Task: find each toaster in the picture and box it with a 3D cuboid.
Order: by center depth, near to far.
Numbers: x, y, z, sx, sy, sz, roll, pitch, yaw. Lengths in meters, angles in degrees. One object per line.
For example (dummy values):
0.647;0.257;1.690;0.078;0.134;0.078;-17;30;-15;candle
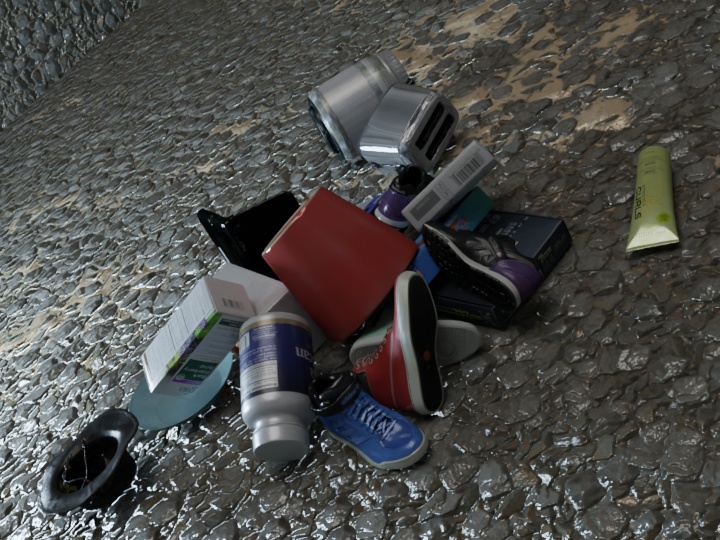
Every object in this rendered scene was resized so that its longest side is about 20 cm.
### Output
0.097;-0.269;2.032;0.129;0.114;0.201;18;72;45;toaster

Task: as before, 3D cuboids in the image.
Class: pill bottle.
-0.121;0.172;1.587;0.111;0.111;0.201;-18;57;20;pill bottle

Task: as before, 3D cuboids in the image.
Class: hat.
-0.408;0.319;1.694;0.200;0.081;0.201;-29;30;19;hat

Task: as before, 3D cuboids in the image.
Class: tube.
0.438;-0.105;1.608;0.058;0.052;0.201;123;168;-47;tube

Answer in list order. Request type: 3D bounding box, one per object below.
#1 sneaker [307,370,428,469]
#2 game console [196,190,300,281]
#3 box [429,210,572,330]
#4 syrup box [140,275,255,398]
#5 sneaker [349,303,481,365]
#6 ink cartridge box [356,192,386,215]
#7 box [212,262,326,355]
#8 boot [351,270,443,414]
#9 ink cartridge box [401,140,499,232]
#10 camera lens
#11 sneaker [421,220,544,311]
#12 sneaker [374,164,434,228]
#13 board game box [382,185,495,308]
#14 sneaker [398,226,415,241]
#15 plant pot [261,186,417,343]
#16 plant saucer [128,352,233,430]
0.001;0.199;1.487;0.077;0.111;0.200;-44;35;-21;sneaker
-0.162;-0.045;1.873;0.116;0.201;0.176;-42;33;-19;game console
0.207;-0.006;1.655;0.157;0.051;0.200;13;53;47;box
-0.256;0.108;1.690;0.200;0.078;0.082;-49;46;27;syrup box
0.088;0.085;1.611;0.199;0.074;0.118;-9;28;21;sneaker
-0.038;-0.065;1.898;0.200;0.042;0.119;-23;21;46;ink cartridge box
-0.171;0.079;1.781;0.097;0.125;0.200;-45;34;-21;box
0.038;0.102;1.531;0.144;0.201;0.072;-1;6;41;boot
0.155;-0.127;1.725;0.160;0.047;0.200;-45;-12;11;ink cartridge box
0.005;-0.330;2.165;0.199;0.160;0.160;-32;32;-2;camera lens
0.180;-0.022;1.578;0.087;0.076;0.200;-38;57;-22;sneaker
0.098;-0.142;1.837;0.075;0.088;0.200;28;29;11;sneaker
0.113;-0.033;1.714;0.200;0.045;0.152;-49;6;-26;board game box
-0.002;-0.002;1.821;0.199;0.060;0.104;-28;17;20;sneaker
-0.041;-0.020;1.656;0.201;0.177;0.200;-48;6;7;plant pot
-0.291;0.200;1.798;0.200;0.039;0.201;-22;32;15;plant saucer
